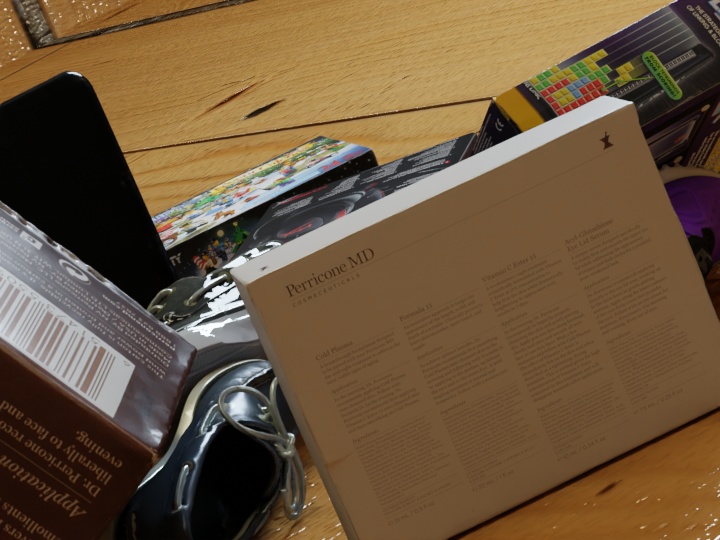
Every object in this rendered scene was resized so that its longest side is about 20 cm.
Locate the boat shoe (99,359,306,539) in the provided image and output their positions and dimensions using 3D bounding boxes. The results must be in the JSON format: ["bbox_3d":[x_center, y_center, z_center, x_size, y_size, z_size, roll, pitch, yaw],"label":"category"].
[{"bbox_3d":[-0.065,0.098,1.337,0.062,0.075,0.200,-16,13,29],"label":"boat shoe"}]

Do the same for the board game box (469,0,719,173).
[{"bbox_3d":[0.129,-0.057,1.438,0.165,0.057,0.200,-30,-19,-24],"label":"board game box"}]

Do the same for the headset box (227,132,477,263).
[{"bbox_3d":[0.000,0.000,1.601,0.148,0.075,0.200,-19,14,17],"label":"headset box"}]

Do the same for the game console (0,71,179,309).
[{"bbox_3d":[-0.233,-0.001,1.722,0.176,0.200,0.116,-17,14,28],"label":"game console"}]

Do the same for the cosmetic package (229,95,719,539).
[{"bbox_3d":[0.060,0.028,1.242,0.200,0.151,0.052,-25,14,-8],"label":"cosmetic package"}]

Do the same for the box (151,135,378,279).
[{"bbox_3d":[-0.091,-0.037,1.965,0.200,0.038,0.137,-27,14,-13],"label":"box"}]

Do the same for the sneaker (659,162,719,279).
[{"bbox_3d":[0.146,0.009,1.355,0.200,0.070,0.099,-17,46,-41],"label":"sneaker"}]

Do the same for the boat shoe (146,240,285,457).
[{"bbox_3d":[-0.086,0.041,1.445,0.071,0.072,0.200,32,35,26],"label":"boat shoe"}]

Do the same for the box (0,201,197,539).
[{"bbox_3d":[-0.206,0.087,1.272,0.200,0.166,0.164,-51,8,14],"label":"box"}]

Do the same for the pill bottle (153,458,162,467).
[{"bbox_3d":[-0.169,0.067,1.550,0.112,0.112,0.200,-24,14,-4],"label":"pill bottle"}]
